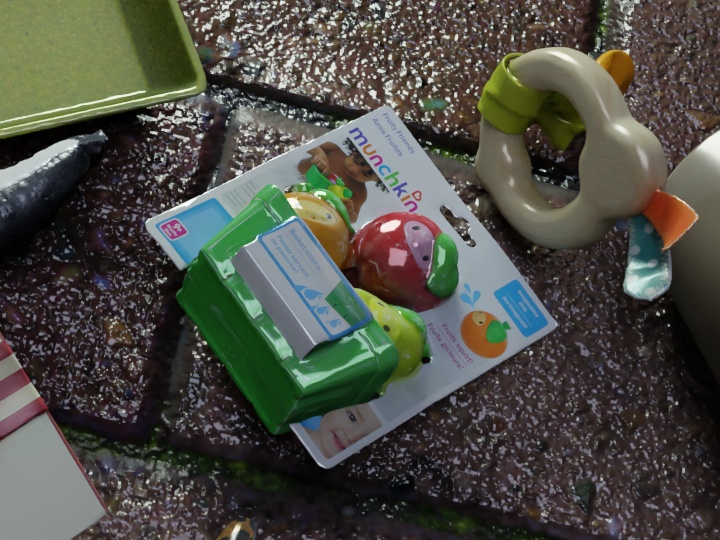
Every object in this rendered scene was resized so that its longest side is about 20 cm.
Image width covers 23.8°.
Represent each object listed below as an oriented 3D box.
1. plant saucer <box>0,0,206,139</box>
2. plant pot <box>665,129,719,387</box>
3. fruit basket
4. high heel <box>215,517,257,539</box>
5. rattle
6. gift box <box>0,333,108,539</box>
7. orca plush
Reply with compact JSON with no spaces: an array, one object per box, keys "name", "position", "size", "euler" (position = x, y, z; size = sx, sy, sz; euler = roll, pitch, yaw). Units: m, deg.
[{"name":"plant saucer","position":[-0.221,-0.165,1.073],"size":[0.199,0.048,0.201],"euler":[-14,69,-20]},{"name":"plant pot","position":[0.273,0.002,1.051],"size":[0.199,0.201,0.174],"euler":[-25,55,-23]},{"name":"fruit basket","position":[0.000,0.000,1.024],"size":[0.199,0.094,0.186],"euler":[-29,74,-28]},{"name":"high heel","position":[-0.144,0.199,0.901],"size":[0.142,0.071,0.201],"euler":[28,70,-7]},{"name":"rattle","position":[0.173,-0.062,1.066],"size":[0.142,0.131,0.200],"euler":[9,15,-44]},{"name":"gift box","position":[-0.262,0.118,0.856],"size":[0.186,0.200,0.185],"euler":[-33,91,-29]},{"name":"orca plush","position":[-0.232,-0.013,1.004],"size":[0.200,0.071,0.105],"euler":[-35,32,-30]}]
